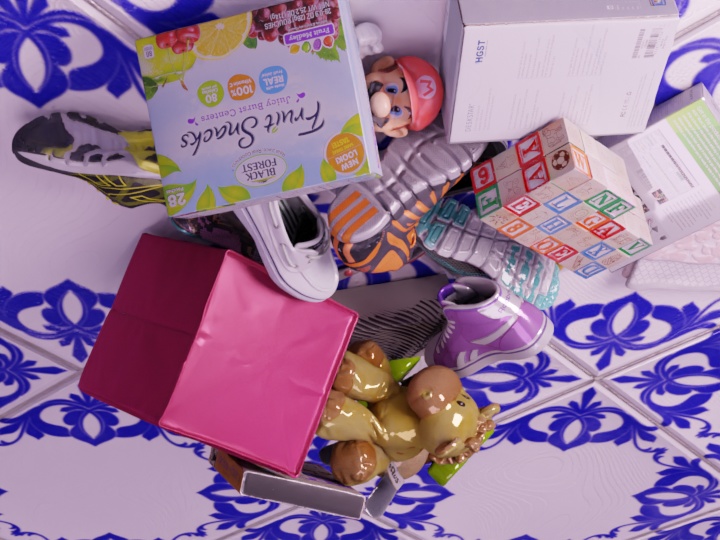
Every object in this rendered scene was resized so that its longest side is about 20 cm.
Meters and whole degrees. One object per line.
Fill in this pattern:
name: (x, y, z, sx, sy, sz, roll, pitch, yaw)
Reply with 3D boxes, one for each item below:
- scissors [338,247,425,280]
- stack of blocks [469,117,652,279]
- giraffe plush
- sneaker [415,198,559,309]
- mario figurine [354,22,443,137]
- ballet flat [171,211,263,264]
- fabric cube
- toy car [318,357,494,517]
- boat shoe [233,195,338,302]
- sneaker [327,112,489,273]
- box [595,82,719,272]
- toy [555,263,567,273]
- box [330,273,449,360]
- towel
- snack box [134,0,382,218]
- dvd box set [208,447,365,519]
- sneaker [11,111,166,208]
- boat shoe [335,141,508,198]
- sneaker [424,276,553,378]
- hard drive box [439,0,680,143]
scissors: (0.000, 0.000, 1.519, 0.073, 0.014, 0.199, 24, 134, -35)
stack of blocks: (0.216, -0.068, 1.285, 0.114, 0.059, 0.199, -28, 146, 31)
giraffe plush: (0.062, 0.169, 1.450, 0.161, 0.174, 0.201, -12, 130, 37)
sneaker: (0.136, -0.020, 1.438, 0.199, 0.078, 0.091, 32, 168, -17)
mario figurine: (-0.018, -0.158, 1.228, 0.197, 0.107, 0.124, -11, 142, 14)
ballet flat: (-0.118, -0.044, 1.417, 0.199, 0.069, 0.071, 28, 115, -34)
fabric cube: (-0.158, 0.092, 1.416, 0.195, 0.202, 0.198, 29, 169, -37)
toy car: (0.040, 0.223, 1.623, 0.164, 0.200, 0.158, 44, 139, 9)
boat shoe: (-0.065, -0.031, 1.286, 0.066, 0.074, 0.200, 6, 150, 36)
sneaker: (0.050, -0.075, 1.297, 0.199, 0.078, 0.112, -36, 153, -12)
box: (0.313, -0.094, 1.358, 0.199, 0.037, 0.144, -27, 119, 31)
toy: (0.212, -0.011, 1.488, 0.198, 0.048, 0.115, -23, 137, 25)
box: (0.018, 0.065, 1.562, 0.197, 0.069, 0.083, -10, 143, 8)
towel: (0.424, -0.036, 1.483, 0.197, 0.033, 0.192, 3, 143, -10)
snack box: (-0.093, -0.149, 1.178, 0.197, 0.171, 0.068, -10, 180, 13)
dvd box set: (-0.090, 0.242, 1.483, 0.145, 0.030, 0.200, 15, 177, -17)
sneaker: (-0.257, -0.101, 1.306, 0.197, 0.075, 0.085, 8, 135, -14)
boat shoe: (0.063, -0.097, 1.354, 0.198, 0.057, 0.069, -19, 141, 20)
sneaker: (0.114, 0.055, 1.436, 0.114, 0.073, 0.200, 35, 147, -21)
hard drive box: (0.179, -0.201, 1.194, 0.197, 0.078, 0.157, -3, 144, -6)
